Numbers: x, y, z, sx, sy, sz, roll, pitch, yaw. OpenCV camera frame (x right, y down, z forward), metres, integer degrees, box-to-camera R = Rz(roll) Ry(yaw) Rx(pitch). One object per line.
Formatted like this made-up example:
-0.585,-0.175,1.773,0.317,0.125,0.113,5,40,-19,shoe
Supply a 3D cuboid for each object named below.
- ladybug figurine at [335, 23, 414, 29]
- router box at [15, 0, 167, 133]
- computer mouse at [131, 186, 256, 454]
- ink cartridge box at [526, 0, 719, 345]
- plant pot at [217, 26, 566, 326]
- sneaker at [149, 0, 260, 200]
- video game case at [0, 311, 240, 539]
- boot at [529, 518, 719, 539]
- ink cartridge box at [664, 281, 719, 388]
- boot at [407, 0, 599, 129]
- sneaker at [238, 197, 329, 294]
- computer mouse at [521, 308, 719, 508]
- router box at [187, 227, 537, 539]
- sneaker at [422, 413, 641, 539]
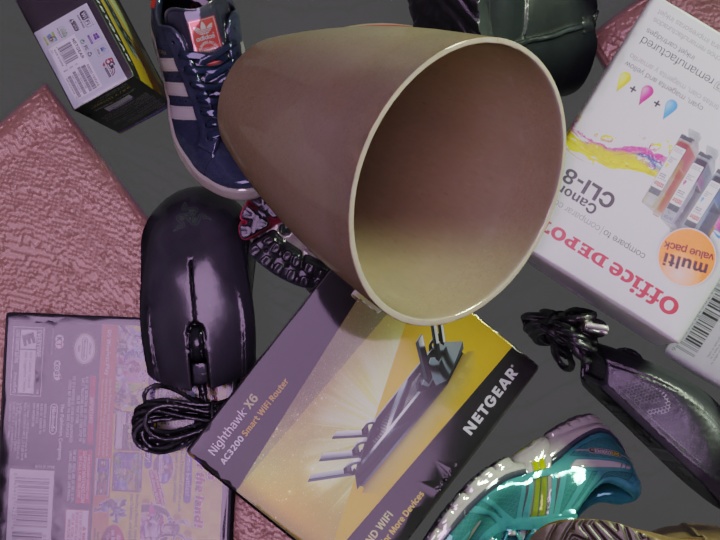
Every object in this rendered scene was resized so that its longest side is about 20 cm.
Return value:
0.015,-0.118,1.377,0.199,0.072,0.137,0,88,5,ladybug figurine
-0.216,-0.205,1.356,0.052,0.157,0.201,-28,87,3,router box
-0.114,0.027,1.371,0.138,0.053,0.201,-9,74,2,computer mouse
0.212,-0.065,1.323,0.145,0.145,0.201,31,91,4,ink cartridge box
0.001,-0.086,1.227,0.200,0.187,0.188,27,90,44,plant pot
-0.110,-0.145,1.343,0.075,0.085,0.201,-17,60,-16,sneaker
-0.184,0.135,1.407,0.180,0.026,0.201,2,87,5,video game case
0.203,0.205,1.287,0.174,0.200,0.067,11,89,7,boot
0.331,0.013,1.307,0.043,0.173,0.200,32,91,-39,ink cartridge box
0.102,-0.208,1.313,0.076,0.168,0.201,4,108,33,boot
0.000,0.000,1.378,0.200,0.075,0.081,40,97,-8,sneaker
0.210,0.088,1.330,0.200,0.138,0.053,44,85,-5,computer mouse
0.001,0.096,1.294,0.157,0.052,0.200,38,83,-2,router box
0.118,0.172,1.317,0.199,0.078,0.080,-28,69,-27,sneaker
